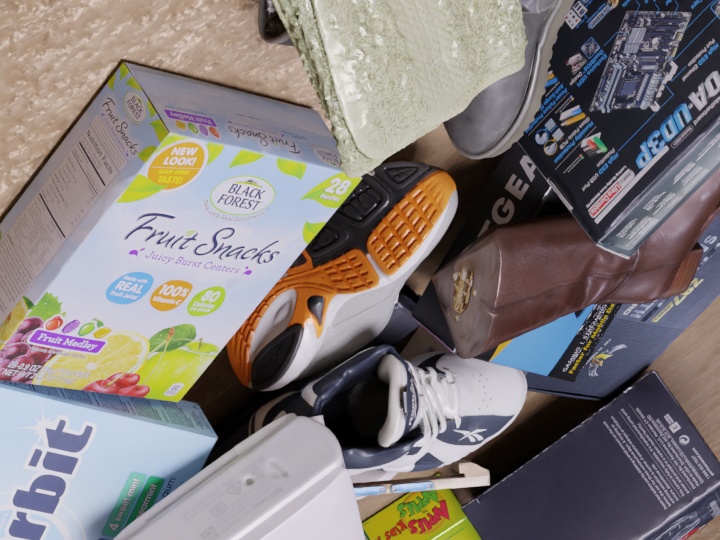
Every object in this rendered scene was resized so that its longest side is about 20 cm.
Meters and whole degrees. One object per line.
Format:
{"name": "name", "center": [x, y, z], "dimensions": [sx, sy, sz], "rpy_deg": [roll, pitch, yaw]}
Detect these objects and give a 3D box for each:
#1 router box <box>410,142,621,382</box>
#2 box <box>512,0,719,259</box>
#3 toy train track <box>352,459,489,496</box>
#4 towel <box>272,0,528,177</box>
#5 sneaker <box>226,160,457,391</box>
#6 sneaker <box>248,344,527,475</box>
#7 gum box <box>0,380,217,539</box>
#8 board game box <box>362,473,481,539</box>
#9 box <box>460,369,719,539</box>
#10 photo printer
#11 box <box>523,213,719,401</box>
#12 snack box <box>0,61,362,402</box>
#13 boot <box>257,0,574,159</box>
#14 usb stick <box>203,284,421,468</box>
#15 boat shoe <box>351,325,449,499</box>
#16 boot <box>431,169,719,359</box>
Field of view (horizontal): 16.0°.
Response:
{"name": "router box", "center": [0.138, -0.029, 1.710], "dimensions": [0.149, 0.051, 0.200], "rpy_deg": [15, 109, -51]}
{"name": "box", "center": [0.176, -0.133, 1.541], "dimensions": [0.200, 0.159, 0.046], "rpy_deg": [-47, 148, 19]}
{"name": "toy train track", "center": [-0.012, 0.139, 1.754], "dimensions": [0.200, 0.033, 0.115], "rpy_deg": [-4, -178, -9]}
{"name": "towel", "center": [0.018, -0.162, 1.380], "dimensions": [0.148, 0.036, 0.200], "rpy_deg": [-39, 127, -25]}
{"name": "sneaker", "center": [0.000, 0.000, 1.658], "dimensions": [0.200, 0.076, 0.092], "rpy_deg": [-43, 156, 29]}
{"name": "sneaker", "center": [0.035, 0.089, 1.678], "dimensions": [0.199, 0.080, 0.130], "rpy_deg": [-5, 173, -20]}
{"name": "gum box", "center": [-0.213, 0.142, 1.577], "dimensions": [0.200, 0.045, 0.170], "rpy_deg": [17, 111, -31]}
{"name": "board game box", "center": [0.055, 0.245, 2.058], "dimensions": [0.102, 0.048, 0.200], "rpy_deg": [-33, 149, -2]}
{"name": "box", "center": [0.192, 0.182, 1.999], "dimensions": [0.182, 0.104, 0.200], "rpy_deg": [-35, 166, 4]}
{"name": "photo printer", "center": [-0.072, 0.198, 1.633], "dimensions": [0.166, 0.069, 0.200], "rpy_deg": [-35, 149, -16]}
{"name": "box", "center": [0.194, 0.009, 1.859], "dimensions": [0.200, 0.051, 0.158], "rpy_deg": [-47, 149, 23]}
{"name": "snack box", "center": [-0.123, -0.017, 1.510], "dimensions": [0.169, 0.068, 0.200], "rpy_deg": [10, 126, -49]}
{"name": "boot", "center": [0.028, -0.138, 1.481], "dimensions": [0.200, 0.073, 0.182], "rpy_deg": [-12, 129, -43]}
{"name": "usb stick", "center": [-0.038, 0.078, 1.754], "dimensions": [0.200, 0.033, 0.055], "rpy_deg": [-40, 156, 11]}
{"name": "boat shoe", "center": [0.046, 0.089, 1.823], "dimensions": [0.068, 0.072, 0.200], "rpy_deg": [17, 113, -50]}
{"name": "boot", "center": [0.143, -0.039, 1.622], "dimensions": [0.200, 0.064, 0.187], "rpy_deg": [-12, 125, -33]}
